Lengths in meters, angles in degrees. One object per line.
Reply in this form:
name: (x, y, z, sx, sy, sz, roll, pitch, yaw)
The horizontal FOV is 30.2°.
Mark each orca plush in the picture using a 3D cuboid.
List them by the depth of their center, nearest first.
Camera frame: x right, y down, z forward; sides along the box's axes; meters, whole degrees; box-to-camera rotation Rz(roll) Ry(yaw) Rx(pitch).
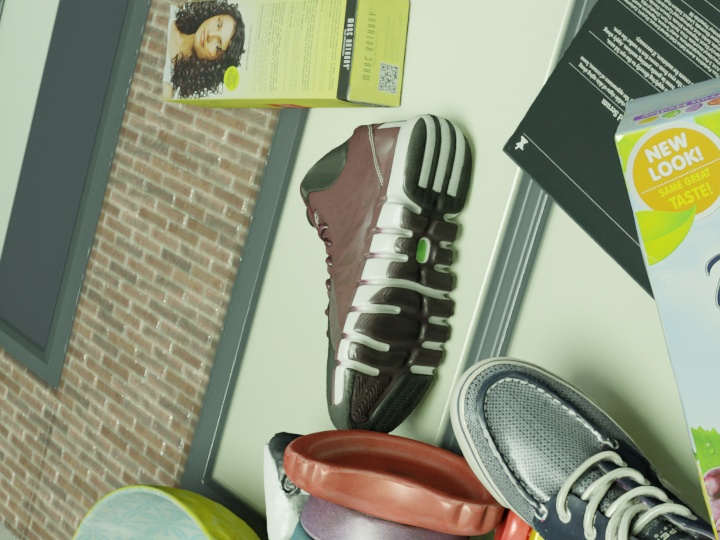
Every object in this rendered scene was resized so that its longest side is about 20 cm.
orca plush: (-0.009, 0.198, 0.820, 0.070, 0.105, 0.202, -8, 81, 20)

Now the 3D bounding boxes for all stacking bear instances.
stacking bear: (0.002, 0.202, 0.748, 0.120, 0.114, 0.202, 13, 97, 8)

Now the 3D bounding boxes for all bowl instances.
bowl: (-0.104, 0.240, 0.887, 0.199, 0.107, 0.202, -4, 84, 44)

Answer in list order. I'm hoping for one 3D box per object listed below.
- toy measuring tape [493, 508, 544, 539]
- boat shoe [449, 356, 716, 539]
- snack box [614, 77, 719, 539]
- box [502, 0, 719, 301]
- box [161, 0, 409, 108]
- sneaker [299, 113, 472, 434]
toy measuring tape: (0.095, 0.180, 0.714, 0.073, 0.073, 0.202, 22, 97, 43)
boat shoe: (0.126, 0.114, 0.635, 0.200, 0.093, 0.075, 44, 78, 7)
snack box: (0.207, 0.013, 0.533, 0.167, 0.068, 0.202, -13, 104, 19)
box: (0.183, -0.053, 0.648, 0.200, 0.079, 0.142, 50, 118, 34)
box: (-0.057, -0.149, 0.914, 0.199, 0.050, 0.076, 5, 90, 44)
sneaker: (0.000, 0.000, 0.839, 0.115, 0.075, 0.202, 11, 84, 49)
